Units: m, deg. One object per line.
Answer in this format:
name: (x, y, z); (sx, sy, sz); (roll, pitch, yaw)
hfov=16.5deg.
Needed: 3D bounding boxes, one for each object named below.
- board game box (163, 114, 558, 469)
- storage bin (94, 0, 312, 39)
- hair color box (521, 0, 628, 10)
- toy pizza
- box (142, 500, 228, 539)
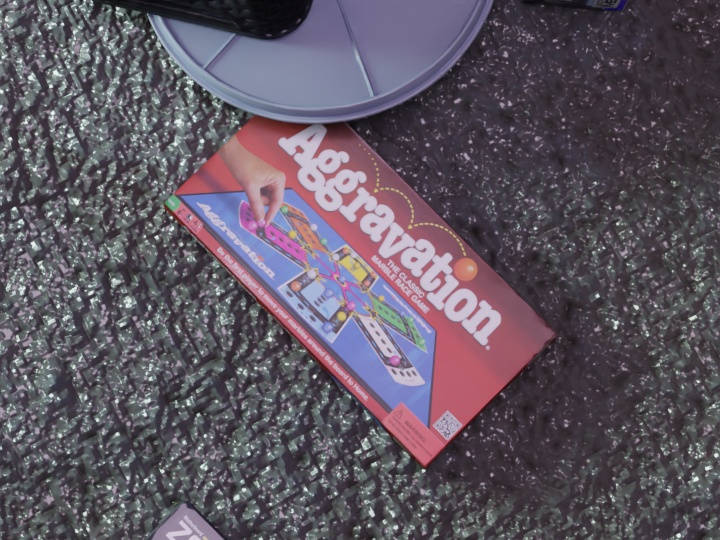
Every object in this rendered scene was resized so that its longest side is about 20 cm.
board game box: (0.000, 0.000, 1.339); (0.200, 0.019, 0.103); (45, 81, 6)
storage bin: (-0.075, -0.238, 1.311); (0.135, 0.094, 0.200); (13, 76, 8)
hair color box: (0.126, -0.251, 1.336); (0.065, 0.109, 0.201); (6, 81, -2)
toy pizza: (-0.022, -0.173, 1.354); (0.200, 0.032, 0.201); (-1, 75, 4)
box: (-0.077, 0.244, 1.283); (0.200, 0.049, 0.161); (44, 84, 5)
